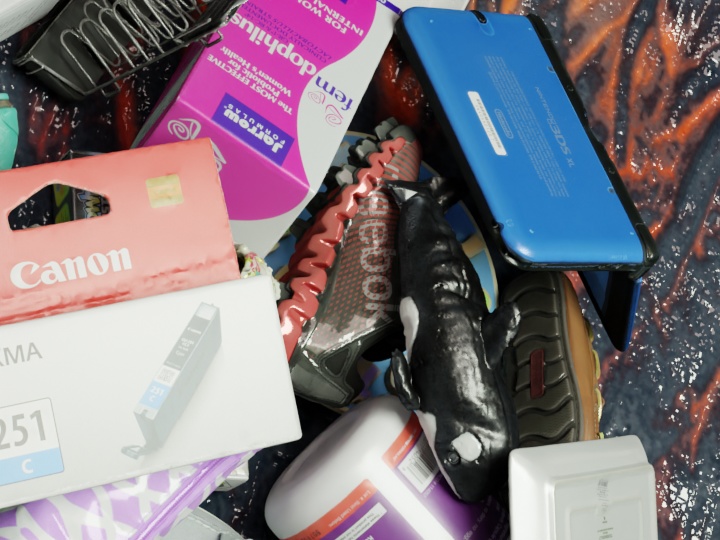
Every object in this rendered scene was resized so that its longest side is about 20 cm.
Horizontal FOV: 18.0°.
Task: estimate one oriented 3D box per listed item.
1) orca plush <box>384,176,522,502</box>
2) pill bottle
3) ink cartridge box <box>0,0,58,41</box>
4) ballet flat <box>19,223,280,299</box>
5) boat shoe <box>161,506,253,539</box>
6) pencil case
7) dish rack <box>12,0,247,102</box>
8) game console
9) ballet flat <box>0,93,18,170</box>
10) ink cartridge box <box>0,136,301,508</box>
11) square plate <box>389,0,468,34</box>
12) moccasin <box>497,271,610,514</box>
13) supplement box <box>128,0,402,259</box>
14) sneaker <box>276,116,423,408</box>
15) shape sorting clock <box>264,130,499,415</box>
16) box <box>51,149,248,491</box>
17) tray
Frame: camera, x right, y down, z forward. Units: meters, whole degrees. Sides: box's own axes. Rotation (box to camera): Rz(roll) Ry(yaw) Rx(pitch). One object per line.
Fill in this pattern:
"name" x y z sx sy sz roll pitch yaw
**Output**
"orca plush" 0.072 0.031 1.344 0.105 0.071 0.201 32 48 -44
"pill bottle" 0.043 0.179 1.376 0.200 0.112 0.112 48 56 -7
"ink cartridge box" -0.265 -0.230 1.365 0.175 0.084 0.200 -35 92 -34
"ballet flat" -0.146 0.000 1.311 0.199 0.064 0.076 0 64 1
"boat shoe" -0.066 0.186 1.332 0.201 0.071 0.070 36 59 -11
"pencil case" -0.137 0.128 1.269 0.200 0.085 0.084 -47 136 -22
"dish rack" -0.108 -0.179 1.372 0.055 0.200 0.154 46 56 -21
"game console" 0.099 -0.055 1.454 0.170 0.118 0.200 0 53 -36
"ballet flat" -0.289 -0.064 1.304 0.199 0.067 0.071 -4 88 -29
"ink cartridge box" -0.144 0.025 1.216 0.199 0.045 0.177 -12 89 -25
"square plate" 0.009 -0.270 1.573 0.200 0.028 0.198 37 57 -14
"moccasin" 0.124 0.094 1.464 0.078 0.073 0.202 48 26 -38
"supplement box" -0.063 -0.103 1.390 0.101 0.103 0.200 34 43 -10
"sneaker" 0.000 0.000 1.397 0.098 0.071 0.201 33 62 -10
"shape sorting clock" 0.007 0.002 1.464 0.199 0.039 0.201 11 68 -27
"box" -0.128 0.031 1.377 0.110 0.035 0.201 5 70 -28
"tray" 0.140 0.156 1.370 0.200 0.022 0.108 2 85 -62
